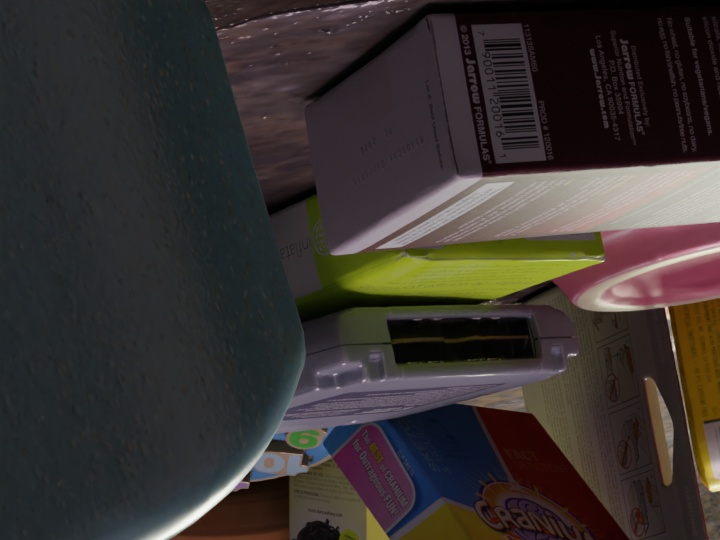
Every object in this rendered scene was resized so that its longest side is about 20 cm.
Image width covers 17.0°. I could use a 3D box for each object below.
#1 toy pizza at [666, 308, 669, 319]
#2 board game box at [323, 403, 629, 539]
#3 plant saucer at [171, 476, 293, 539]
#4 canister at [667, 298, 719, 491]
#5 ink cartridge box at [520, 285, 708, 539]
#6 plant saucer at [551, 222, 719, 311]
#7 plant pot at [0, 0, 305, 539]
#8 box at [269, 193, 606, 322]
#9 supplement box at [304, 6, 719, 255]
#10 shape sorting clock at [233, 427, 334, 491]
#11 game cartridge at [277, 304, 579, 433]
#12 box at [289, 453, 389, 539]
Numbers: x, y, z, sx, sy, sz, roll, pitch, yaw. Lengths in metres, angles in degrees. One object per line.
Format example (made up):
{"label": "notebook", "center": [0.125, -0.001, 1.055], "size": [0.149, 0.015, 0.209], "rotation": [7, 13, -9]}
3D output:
{"label": "toy pizza", "center": [0.259, 0.007, 1.431], "size": [0.199, 0.032, 0.200], "rotation": [-11, 169, -2]}
{"label": "board game box", "center": [0.088, 0.152, 1.240], "size": [0.153, 0.200, 0.040], "rotation": [11, 125, -50]}
{"label": "plant saucer", "center": [-0.077, 0.114, 1.436], "size": [0.199, 0.033, 0.200], "rotation": [0, -160, 0]}
{"label": "canister", "center": [0.265, 0.030, 1.260], "size": [0.198, 0.150, 0.087], "rotation": [-11, 169, 10]}
{"label": "ink cartridge box", "center": [0.152, 0.098, 1.340], "size": [0.043, 0.202, 0.173], "rotation": [-4, 168, -26]}
{"label": "plant saucer", "center": [0.170, -0.022, 1.147], "size": [0.199, 0.051, 0.201], "rotation": [-11, 169, -2]}
{"label": "plant pot", "center": [-0.128, 0.002, 0.632], "size": [0.196, 0.197, 0.199], "rotation": [-20, 174, 41]}
{"label": "box", "center": [0.000, 0.000, 1.096], "size": [0.121, 0.048, 0.199], "rotation": [0, 166, -40]}
{"label": "supplement box", "center": [0.093, -0.053, 0.884], "size": [0.199, 0.061, 0.109], "rotation": [-4, 168, -27]}
{"label": "shape sorting clock", "center": [-0.102, 0.075, 1.259], "size": [0.198, 0.040, 0.200], "rotation": [3, 158, 1]}
{"label": "game cartridge", "center": [-0.003, 0.048, 1.119], "size": [0.133, 0.041, 0.199], "rotation": [-22, 167, 32]}
{"label": "box", "center": [-0.001, 0.130, 1.327], "size": [0.050, 0.202, 0.075], "rotation": [-1, -179, -40]}
